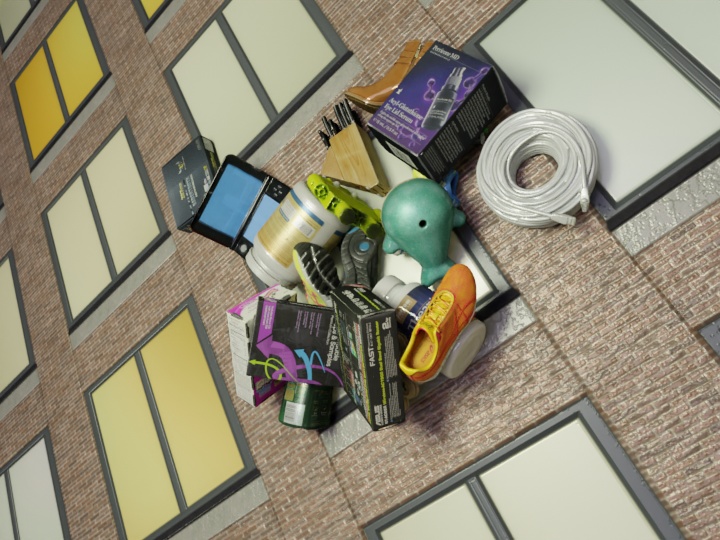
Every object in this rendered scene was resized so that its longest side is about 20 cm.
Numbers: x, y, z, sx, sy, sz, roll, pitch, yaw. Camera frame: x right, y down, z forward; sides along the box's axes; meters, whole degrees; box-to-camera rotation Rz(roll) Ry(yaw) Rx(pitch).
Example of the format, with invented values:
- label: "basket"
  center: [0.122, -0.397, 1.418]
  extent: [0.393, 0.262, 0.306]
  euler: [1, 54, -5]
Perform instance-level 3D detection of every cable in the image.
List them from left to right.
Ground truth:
- label: "cable"
  center: [0.302, -0.173, 0.887]
  extent: [0.198, 0.069, 0.202]
  euler: [10, 84, 32]

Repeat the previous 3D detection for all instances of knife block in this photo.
- label: "knife block"
  center: [-0.005, -0.264, 1.087]
  extent: [0.199, 0.064, 0.177]
  euler: [20, 92, 32]

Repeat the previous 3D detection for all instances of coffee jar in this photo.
- label: "coffee jar"
  center: [-0.097, 0.205, 1.025]
  extent: [0.085, 0.104, 0.202]
  euler: [5, 82, 33]

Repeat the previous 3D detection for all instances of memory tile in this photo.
- label: "memory tile"
  center: [0.044, 0.180, 0.934]
  extent: [0.154, 0.017, 0.201]
  euler: [51, 141, 27]

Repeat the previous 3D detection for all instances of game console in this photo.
- label: "game console"
  center: [-0.260, -0.130, 1.179]
  extent: [0.172, 0.118, 0.201]
  euler: [34, 98, 31]

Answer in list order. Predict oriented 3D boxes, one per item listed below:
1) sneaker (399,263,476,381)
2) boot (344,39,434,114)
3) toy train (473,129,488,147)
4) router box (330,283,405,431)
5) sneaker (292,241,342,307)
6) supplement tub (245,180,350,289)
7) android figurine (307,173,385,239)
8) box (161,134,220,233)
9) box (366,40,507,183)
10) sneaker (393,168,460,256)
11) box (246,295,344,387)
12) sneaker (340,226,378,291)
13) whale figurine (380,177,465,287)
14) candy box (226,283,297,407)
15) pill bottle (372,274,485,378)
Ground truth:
- label: "sneaker"
  center: [0.127, 0.080, 0.809]
  extent: [0.072, 0.077, 0.202]
  euler: [18, 78, 30]
- label: "boot"
  center: [0.072, -0.399, 1.059]
  extent: [0.198, 0.077, 0.157]
  euler: [18, 91, 29]
- label: "toy train"
  center: [0.153, -0.260, 1.009]
  extent: [0.198, 0.042, 0.057]
  euler: [0, 90, 30]
- label: "router box"
  center: [0.011, 0.137, 0.860]
  extent: [0.150, 0.061, 0.202]
  euler: [-144, 44, -65]
- label: "sneaker"
  center: [-0.084, 0.036, 1.023]
  extent: [0.090, 0.078, 0.201]
  euler: [-12, 117, 42]
- label: "supplement tub"
  center: [-0.130, -0.068, 1.074]
  extent: [0.200, 0.144, 0.145]
  euler: [-48, 61, 13]
- label: "android figurine"
  center: [-0.024, -0.128, 1.006]
  extent: [0.041, 0.181, 0.200]
  euler: [-55, 28, 16]
- label: "box"
  center: [-0.427, -0.222, 1.334]
  extent: [0.157, 0.051, 0.202]
  euler: [-31, 67, 23]
- label: "box"
  center: [0.138, -0.284, 0.932]
  extent: [0.200, 0.104, 0.148]
  euler: [-51, 54, 2]
- label: "sneaker"
  center: [0.124, -0.115, 0.976]
  extent: [0.104, 0.076, 0.202]
  euler: [20, 90, 31]
- label: "box"
  center: [-0.098, 0.132, 0.938]
  extent: [0.198, 0.036, 0.145]
  euler: [9, 102, -12]
- label: "sneaker"
  center: [0.000, 0.000, 1.026]
  extent: [0.072, 0.082, 0.202]
  euler: [0, 57, 14]
- label: "whale figurine"
  center: [0.115, -0.061, 0.911]
  extent: [0.158, 0.104, 0.202]
  euler: [-20, 108, 4]
- label: "candy box"
  center: [-0.186, 0.146, 1.022]
  extent: [0.061, 0.136, 0.202]
  euler: [19, 122, 31]
- label: "pill bottle"
  center: [0.112, 0.090, 0.920]
  extent: [0.199, 0.111, 0.112]
  euler: [33, 97, 31]
